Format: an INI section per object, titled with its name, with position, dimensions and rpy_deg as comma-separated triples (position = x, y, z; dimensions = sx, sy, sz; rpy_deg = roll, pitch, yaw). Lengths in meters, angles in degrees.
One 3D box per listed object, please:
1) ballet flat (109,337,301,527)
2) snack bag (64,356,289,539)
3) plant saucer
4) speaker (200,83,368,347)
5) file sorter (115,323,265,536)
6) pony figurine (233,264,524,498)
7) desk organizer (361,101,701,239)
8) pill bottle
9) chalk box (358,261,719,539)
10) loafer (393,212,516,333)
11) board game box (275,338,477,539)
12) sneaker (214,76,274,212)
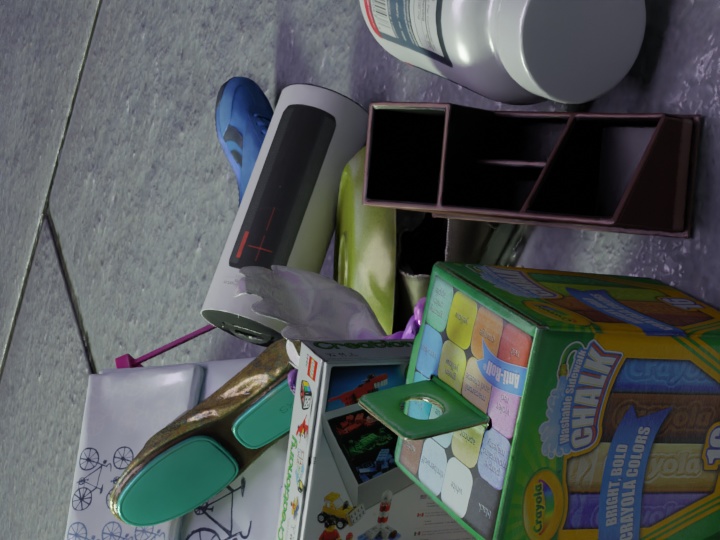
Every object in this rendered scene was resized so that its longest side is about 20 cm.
[ballet flat]
position = -0.102, 0.116, 1.148
dimensions = 0.199, 0.071, 0.071
rpy_deg = -36, 42, 4
[snack bag]
position = -0.133, 0.154, 1.185
dimensions = 0.198, 0.021, 0.191
rpy_deg = -6, 60, 21
[plant saucer]
position = 0.000, 0.000, 1.157
dimensions = 0.200, 0.031, 0.203
rpy_deg = -177, 90, -84
[speaker]
position = -0.058, -0.041, 1.233
dimensions = 0.081, 0.081, 0.202
rpy_deg = -11, 56, 62
[file sorter]
position = -0.100, 0.159, 1.265
dimensions = 0.124, 0.139, 0.202
rpy_deg = -24, 56, 11
[pony figurine]
position = 0.014, 0.080, 1.019
dimensions = 0.167, 0.191, 0.202
rpy_deg = -127, 47, -57
[desk organizer]
position = 0.098, -0.064, 0.935
dimensions = 0.199, 0.076, 0.073
rpy_deg = 7, 92, 43
[pill bottle]
position = 0.090, -0.171, 0.987
dimensions = 0.200, 0.118, 0.121
rpy_deg = 36, 118, 58
[chalk box]
position = 0.100, 0.070, 0.844
dimensions = 0.124, 0.198, 0.125
rpy_deg = 34, 116, 59
[loafer]
position = 0.049, 0.000, 1.094
dimensions = 0.075, 0.069, 0.202
rpy_deg = 56, 134, 50
[board game box]
position = 0.051, 0.105, 0.926
dimensions = 0.035, 0.198, 0.128
rpy_deg = 34, 119, 58
[sneaker]
position = -0.078, -0.097, 1.373
dimensions = 0.078, 0.065, 0.202
rpy_deg = -39, 52, 40
